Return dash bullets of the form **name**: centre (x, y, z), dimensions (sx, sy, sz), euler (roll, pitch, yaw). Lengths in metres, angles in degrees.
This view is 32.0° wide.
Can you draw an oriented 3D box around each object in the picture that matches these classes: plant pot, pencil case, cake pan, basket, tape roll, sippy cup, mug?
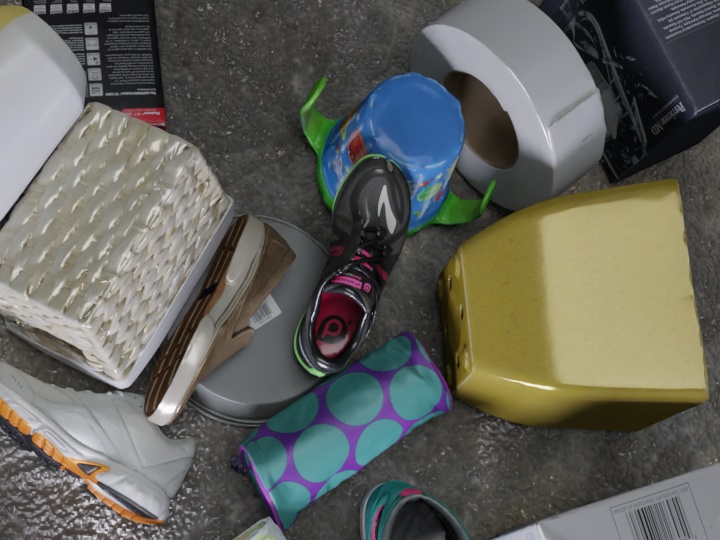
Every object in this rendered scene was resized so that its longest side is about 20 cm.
- **plant pot**: centre (0.177, 0.043, 1.143), dimensions (0.196, 0.194, 0.199), euler (-4, 75, -8)
- **pencil case**: centre (-0.014, 0.141, 1.118), dimensions (0.199, 0.093, 0.085), euler (-33, 51, -17)
- **cake pan**: centre (-0.097, 0.040, 1.152), dimensions (0.197, 0.037, 0.204), euler (4, 74, -13)
- **basket**: centre (-0.217, -0.027, 1.076), dimensions (0.134, 0.124, 0.202), euler (23, 69, 18)
- **tape roll**: centre (0.136, -0.157, 1.176), dimensions (0.070, 0.203, 0.204), euler (-34, 84, -20)
- **sippy cup**: centre (0.036, -0.114, 1.174), dimensions (0.175, 0.130, 0.142), euler (-3, 73, -16)
- **mug**: centre (-0.315, -0.147, 1.016), dimensions (0.153, 0.149, 0.187), euler (-47, 124, -16)

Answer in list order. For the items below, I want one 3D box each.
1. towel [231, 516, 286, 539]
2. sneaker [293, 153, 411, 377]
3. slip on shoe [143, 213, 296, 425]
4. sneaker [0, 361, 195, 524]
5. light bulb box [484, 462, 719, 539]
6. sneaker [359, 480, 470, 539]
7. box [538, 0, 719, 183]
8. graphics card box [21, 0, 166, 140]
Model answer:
- **towel**: centre (-0.096, 0.331, 1.044), dimensions (0.170, 0.048, 0.202), euler (-32, 97, -14)
- **sneaker**: centre (0.000, 0.000, 1.094), dimensions (0.076, 0.084, 0.203), euler (15, 95, -12)
- **slip on shoe**: centre (-0.120, 0.049, 1.091), dimensions (0.060, 0.076, 0.202), euler (33, 65, -21)
- **sneaker**: centre (-0.232, 0.130, 1.083), dimensions (0.199, 0.076, 0.093), euler (38, 62, -9)
- **light bulb box**: centre (0.220, 0.261, 1.079), dimensions (0.195, 0.200, 0.127), euler (-13, 76, -16)
- **sneaker**: centre (0.055, 0.276, 1.077), dimensions (0.082, 0.121, 0.203), euler (-10, 77, -16)
- **box**: centre (0.285, -0.223, 1.231), dimensions (0.123, 0.200, 0.199), euler (-25, 81, -17)
- **graphics card box**: centre (-0.253, -0.219, 1.181), dimensions (0.123, 0.051, 0.203), euler (-5, 77, -14)
